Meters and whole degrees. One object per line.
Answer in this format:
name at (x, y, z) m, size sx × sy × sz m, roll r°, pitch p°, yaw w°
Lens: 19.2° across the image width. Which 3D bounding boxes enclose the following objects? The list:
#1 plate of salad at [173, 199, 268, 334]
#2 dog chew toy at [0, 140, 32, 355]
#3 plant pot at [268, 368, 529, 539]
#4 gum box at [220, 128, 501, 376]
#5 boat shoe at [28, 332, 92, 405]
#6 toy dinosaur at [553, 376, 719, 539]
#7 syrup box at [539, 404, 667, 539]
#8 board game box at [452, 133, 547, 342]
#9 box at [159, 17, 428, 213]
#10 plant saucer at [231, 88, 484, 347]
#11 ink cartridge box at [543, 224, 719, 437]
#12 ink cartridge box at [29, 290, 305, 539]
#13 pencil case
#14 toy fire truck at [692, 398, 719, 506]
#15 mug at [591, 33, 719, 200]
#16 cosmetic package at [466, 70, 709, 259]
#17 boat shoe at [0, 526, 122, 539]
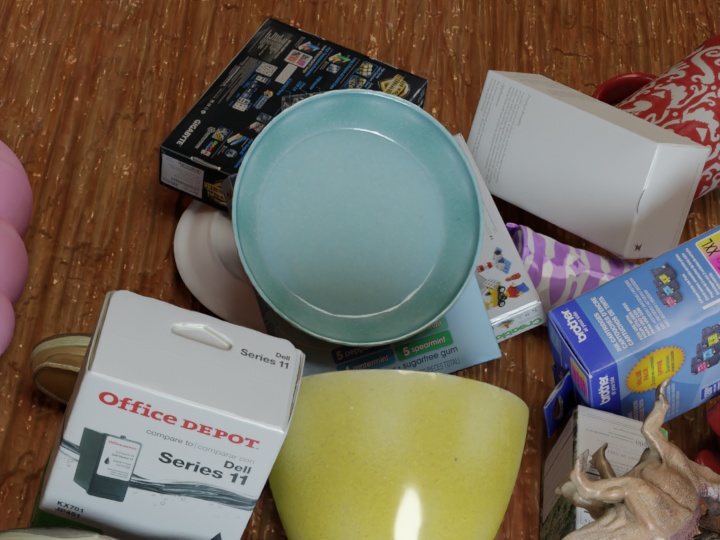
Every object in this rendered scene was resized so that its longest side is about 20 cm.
plate of salad at (-0.055, -0.012, 1.765) m, size 0.199 × 0.048 × 0.201 m, roll 4°, pitch 46°, yaw -4°
dog chew toy at (-0.306, -0.011, 1.611) m, size 0.124 × 0.125 × 0.201 m, roll 3°, pitch 54°, yaw -21°
plant pot at (0.022, 0.168, 1.540) m, size 0.199 × 0.200 × 0.143 m, roll 8°, pitch 69°, yaw -17°
gum box at (0.000, 0.000, 1.683) m, size 0.169 × 0.045 × 0.201 m, roll -18°, pitch 88°, yaw -15°
boat shoe at (-0.154, 0.106, 1.595) m, size 0.199 × 0.072 × 0.076 m, roll 15°, pitch 54°, yaw -10°
toy dinosaur at (0.224, 0.175, 1.568) m, size 0.136 × 0.086 × 0.200 m, roll 46°, pitch 51°, yaw 12°
syrup box at (0.187, 0.208, 1.634) m, size 0.081 × 0.079 × 0.200 m, roll 16°, pitch 42°, yaw -9°
board game box at (0.063, -0.015, 1.793) m, size 0.126 × 0.035 × 0.200 m, roll -23°, pitch 53°, yaw 1°
box at (-0.055, -0.119, 1.803) m, size 0.158 × 0.046 × 0.200 m, roll 22°, pitch 48°, yaw 14°
plant saucer at (-0.004, -0.039, 1.646) m, size 0.199 × 0.036 × 0.201 m, roll 2°, pitch 81°, yaw -13°
ink cartridge box at (0.229, 0.065, 1.725) m, size 0.199 × 0.137 × 0.076 m, roll -25°, pitch 56°, yaw -7°
ink cartridge box at (-0.138, 0.124, 1.481) m, size 0.146 × 0.200 × 0.083 m, roll 17°, pitch 42°, yaw -7°
pencil case at (0.216, 0.018, 1.836) m, size 0.199 × 0.084 × 0.086 m, roll 14°, pitch 60°, yaw -11°
toy fire truck at (0.376, 0.167, 1.753) m, size 0.200 × 0.112 × 0.168 m, roll 45°, pitch 27°, yaw 20°
mug at (0.291, -0.123, 2.013) m, size 0.200 × 0.177 × 0.134 m, roll -31°, pitch 101°, yaw -38°
cosmetic package at (0.192, -0.094, 1.866) m, size 0.200 × 0.108 × 0.085 m, roll 30°, pitch 19°, yaw 36°
boat shoe at (-0.169, 0.225, 1.459) m, size 0.199 × 0.076 × 0.074 m, roll 10°, pitch 69°, yaw -1°
